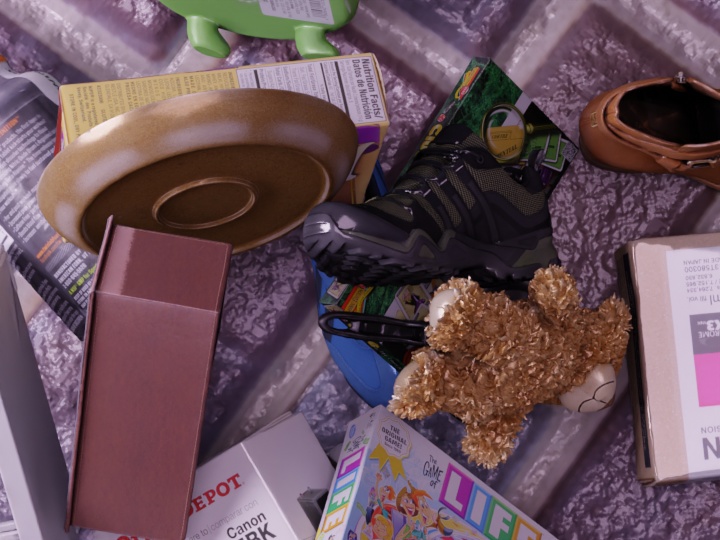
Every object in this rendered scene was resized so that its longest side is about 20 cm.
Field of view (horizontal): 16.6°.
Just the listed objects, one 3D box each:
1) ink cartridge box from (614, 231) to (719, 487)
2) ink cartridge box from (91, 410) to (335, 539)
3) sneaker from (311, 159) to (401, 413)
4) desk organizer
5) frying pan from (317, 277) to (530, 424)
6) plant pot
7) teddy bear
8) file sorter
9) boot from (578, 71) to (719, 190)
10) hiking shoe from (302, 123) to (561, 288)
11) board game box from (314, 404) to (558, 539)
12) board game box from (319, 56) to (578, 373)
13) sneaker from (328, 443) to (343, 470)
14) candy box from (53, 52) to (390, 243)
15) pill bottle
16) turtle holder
[{"bbox_3d":[0.280,0.053,1.657,0.199,0.075,0.165,-6,84,-3],"label":"ink cartridge box"},{"bbox_3d":[-0.060,0.214,1.599,0.147,0.083,0.200,-33,85,29],"label":"ink cartridge box"},{"bbox_3d":[0.000,0.000,1.653,0.066,0.078,0.201,-14,87,-5],"label":"sneaker"},{"bbox_3d":[-0.130,0.072,1.509,0.077,0.072,0.200,10,129,-2],"label":"desk organizer"},{"bbox_3d":[0.066,0.031,1.627,0.190,0.031,0.115,36,73,-36],"label":"frying pan"},{"bbox_3d":[-0.096,-0.049,1.499,0.199,0.200,0.028,-12,67,-3],"label":"plant pot"},{"bbox_3d":[0.101,0.059,1.571,0.067,0.200,0.145,32,91,39],"label":"teddy bear"},{"bbox_3d":[-0.266,0.110,1.569,0.124,0.139,0.201,-13,109,3],"label":"file sorter"},{"bbox_3d":[0.244,-0.099,1.627,0.199,0.155,0.077,5,84,-3],"label":"boot"},{"bbox_3d":[0.041,-0.042,1.567,0.200,0.076,0.101,4,78,-42],"label":"hiking shoe"},{"bbox_3d":[0.061,0.196,1.586,0.200,0.034,0.135,38,43,-21],"label":"board game box"},{"bbox_3d":[0.061,-0.032,1.642,0.105,0.023,0.200,40,73,-31],"label":"board game box"},{"bbox_3d":[0.010,0.215,1.638,0.082,0.077,0.200,-25,86,3],"label":"sneaker"},{"bbox_3d":[-0.090,-0.076,1.546,0.199,0.117,0.057,-6,66,-13],"label":"candy box"},{"bbox_3d":[-0.209,-0.058,1.636,0.106,0.106,0.200,-42,87,-4],"label":"pill bottle"},{"bbox_3d":[-0.081,-0.223,1.654,0.185,0.141,0.132,-3,65,37],"label":"turtle holder"}]
